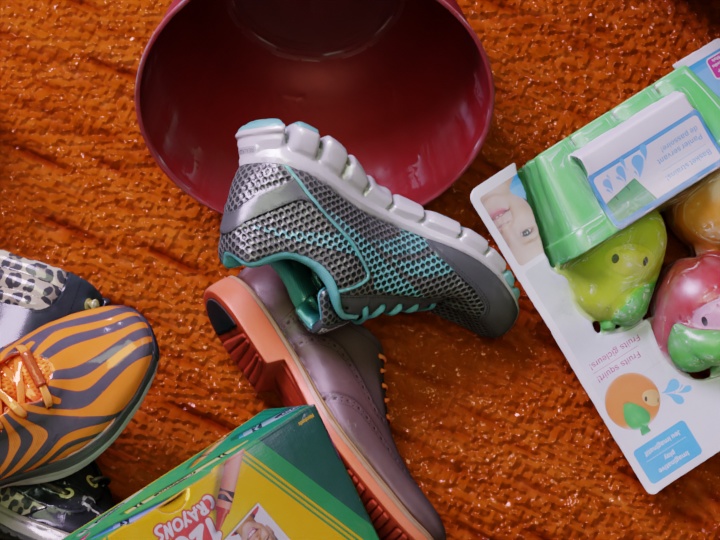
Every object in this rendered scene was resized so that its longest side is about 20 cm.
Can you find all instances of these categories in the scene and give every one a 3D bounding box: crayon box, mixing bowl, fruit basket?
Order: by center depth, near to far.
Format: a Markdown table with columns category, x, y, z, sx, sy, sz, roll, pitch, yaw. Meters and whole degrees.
| category | x | y | z | sx | sy | sz | roll | pitch | yaw |
| --- | --- | --- | --- | --- | --- | --- | --- | --- | --- |
| crayon box | -0.086 | 0.170 | 0.989 | 0.199 | 0.058 | 0.119 | -31 | 100 | -30 |
| mixing bowl | -0.025 | -0.128 | 1.067 | 0.198 | 0.201 | 0.109 | 0 | 47 | 0 |
| fruit basket | 0.187 | -0.007 | 1.070 | 0.184 | 0.094 | 0.201 | -31 | 83 | -9 |

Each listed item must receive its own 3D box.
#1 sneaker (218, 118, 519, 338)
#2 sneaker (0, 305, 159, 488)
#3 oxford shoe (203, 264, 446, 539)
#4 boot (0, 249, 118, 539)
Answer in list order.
| category | x | y | z | sx | sy | sz | roll | pitch | yaw |
| --- | --- | --- | --- | --- | --- | --- | --- | --- | --- |
| sneaker | 0.000 | 0.000 | 1.047 | 0.199 | 0.077 | 0.092 | 30 | 71 | -24 |
| sneaker | -0.196 | 0.073 | 0.967 | 0.199 | 0.112 | 0.078 | -33 | 71 | -9 |
| oxford shoe | -0.004 | 0.074 | 1.063 | 0.072 | 0.071 | 0.201 | -33 | 84 | -21 |
| boot | -0.162 | 0.084 | 1.058 | 0.202 | 0.074 | 0.155 | 19 | 74 | 3 |
